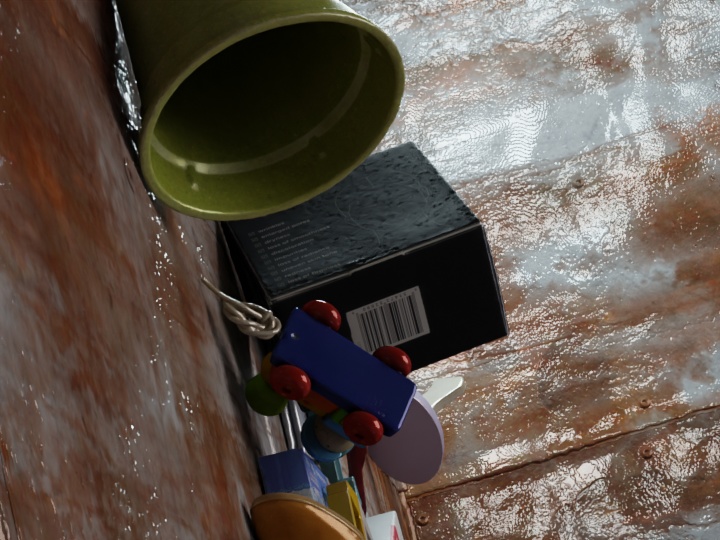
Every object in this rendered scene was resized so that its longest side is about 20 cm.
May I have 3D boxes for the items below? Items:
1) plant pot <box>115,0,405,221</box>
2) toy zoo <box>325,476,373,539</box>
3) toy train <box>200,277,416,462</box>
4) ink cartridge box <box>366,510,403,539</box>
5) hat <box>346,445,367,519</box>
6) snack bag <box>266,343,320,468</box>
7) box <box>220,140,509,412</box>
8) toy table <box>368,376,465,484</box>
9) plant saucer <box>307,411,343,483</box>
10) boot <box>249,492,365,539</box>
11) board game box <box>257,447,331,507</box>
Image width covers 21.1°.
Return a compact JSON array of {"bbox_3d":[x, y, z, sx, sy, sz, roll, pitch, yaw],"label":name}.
[{"bbox_3d":[-0.094,-0.172,1.399,0.201,0.199,0.185,72,-7,-56],"label":"plant pot"},{"bbox_3d":[0.003,0.267,1.643,0.131,0.020,0.201,70,7,-60],"label":"toy zoo"},{"bbox_3d":[-0.064,0.080,1.577,0.116,0.199,0.085,-45,-164,53],"label":"toy train"},{"bbox_3d":[0.020,0.348,1.845,0.148,0.085,0.202,-78,155,-86],"label":"ink cartridge box"},{"bbox_3d":[-0.047,0.104,1.907,0.177,0.165,0.201,-57,-143,25],"label":"hat"},{"bbox_3d":[-0.071,0.106,1.963,0.200,0.021,0.190,62,14,-78],"label":"snack bag"},{"bbox_3d":[0.000,0.000,1.714,0.197,0.199,0.125,-123,-165,-59],"label":"box"},{"bbox_3d":[0.070,0.222,3.031,0.118,0.182,0.201,-75,164,-50],"label":"toy table"},{"bbox_3d":[-0.043,0.143,1.950,0.070,0.019,0.202,45,33,-85],"label":"plant saucer"},{"bbox_3d":[-0.028,0.273,1.440,0.202,0.070,0.145,52,35,-36],"label":"boot"},{"bbox_3d":[-0.031,0.266,1.635,0.200,0.043,0.201,65,12,-74],"label":"board game box"}]
